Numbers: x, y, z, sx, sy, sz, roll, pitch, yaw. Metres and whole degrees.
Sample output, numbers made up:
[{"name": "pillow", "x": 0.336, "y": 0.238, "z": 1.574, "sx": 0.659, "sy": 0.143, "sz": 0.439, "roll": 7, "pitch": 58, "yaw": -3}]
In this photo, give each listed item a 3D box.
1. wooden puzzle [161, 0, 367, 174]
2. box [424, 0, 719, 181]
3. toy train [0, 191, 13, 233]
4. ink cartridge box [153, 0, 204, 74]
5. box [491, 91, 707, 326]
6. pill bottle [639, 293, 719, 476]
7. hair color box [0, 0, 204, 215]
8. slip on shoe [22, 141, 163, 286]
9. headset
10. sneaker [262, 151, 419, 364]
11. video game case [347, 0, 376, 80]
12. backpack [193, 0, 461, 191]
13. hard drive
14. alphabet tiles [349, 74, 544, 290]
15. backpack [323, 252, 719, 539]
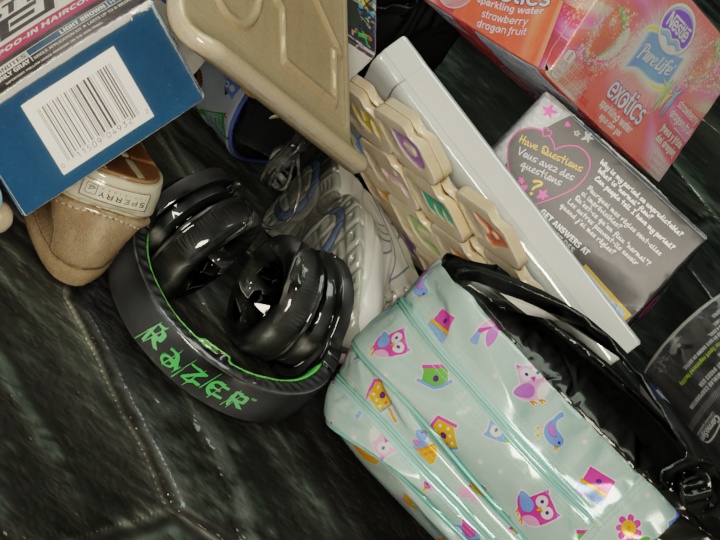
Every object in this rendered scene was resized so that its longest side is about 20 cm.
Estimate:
[{"name": "wooden puzzle", "x": -0.057, "y": -0.160, "z": 1.225, "sx": 0.185, "sy": 0.046, "sz": 0.201, "roll": 35, "pitch": 45, "yaw": -61}, {"name": "box", "x": 0.134, "y": -0.142, "z": 1.509, "sx": 0.102, "sy": 0.095, "sz": 0.200, "roll": 36, "pitch": 2, "yaw": 31}, {"name": "toy train", "x": -0.233, "y": -0.090, "z": 1.159, "sx": 0.200, "sy": 0.055, "sz": 0.151, "roll": 47, "pitch": -11, "yaw": 51}, {"name": "ink cartridge box", "x": -0.171, "y": -0.165, "z": 1.350, "sx": 0.200, "sy": 0.117, "sz": 0.067, "roll": 38, "pitch": 18, "yaw": -17}, {"name": "box", "x": 0.122, "y": -0.019, "z": 1.540, "sx": 0.132, "sy": 0.115, "sz": 0.200, "roll": 43, "pitch": 1, "yaw": 6}, {"name": "pill bottle", "x": 0.282, "y": 0.113, "z": 1.656, "sx": 0.200, "sy": 0.106, "sz": 0.106, "roll": 48, "pitch": 19, "yaw": 21}, {"name": "hair color box", "x": -0.159, "y": -0.112, "z": 1.199, "sx": 0.200, "sy": 0.100, "sz": 0.061, "roll": 46, "pitch": -13, "yaw": 55}, {"name": "slip on shoe", "x": -0.143, "y": -0.058, "z": 1.252, "sx": 0.076, "sy": 0.061, "sz": 0.200, "roll": 15, "pitch": 21, "yaw": -26}, {"name": "headset", "x": -0.052, "y": -0.011, "z": 1.271, "sx": 0.123, "sy": 0.094, "sz": 0.200, "roll": 37, "pitch": 29, "yaw": -12}, {"name": "sneaker", "x": 0.000, "y": 0.000, "z": 1.397, "sx": 0.087, "sy": 0.074, "sz": 0.200, "roll": 41, "pitch": 17, "yaw": -17}, {"name": "video game case", "x": -0.069, "y": -0.213, "z": 1.368, "sx": 0.181, "sy": 0.036, "sz": 0.201, "roll": 30, "pitch": 37, "yaw": -26}, {"name": "backpack", "x": -0.027, "y": -0.151, "z": 1.522, "sx": 0.154, "sy": 0.200, "sz": 0.190, "roll": 40, "pitch": 23, "yaw": 16}, {"name": "hard drive", "x": 0.067, "y": -0.024, "z": 1.377, "sx": 0.200, "sy": 0.027, "sz": 0.132, "roll": 53, "pitch": -12, "yaw": 4}, {"name": "alphabet tiles", "x": 0.046, "y": -0.016, "z": 1.384, "sx": 0.195, "sy": 0.015, "sz": 0.201, "roll": 38, "pitch": -20, "yaw": 54}, {"name": "backpack", "x": 0.082, "y": 0.087, "z": 1.256, "sx": 0.200, "sy": 0.127, "sz": 0.167, "roll": 44, "pitch": -3, "yaw": 4}]
